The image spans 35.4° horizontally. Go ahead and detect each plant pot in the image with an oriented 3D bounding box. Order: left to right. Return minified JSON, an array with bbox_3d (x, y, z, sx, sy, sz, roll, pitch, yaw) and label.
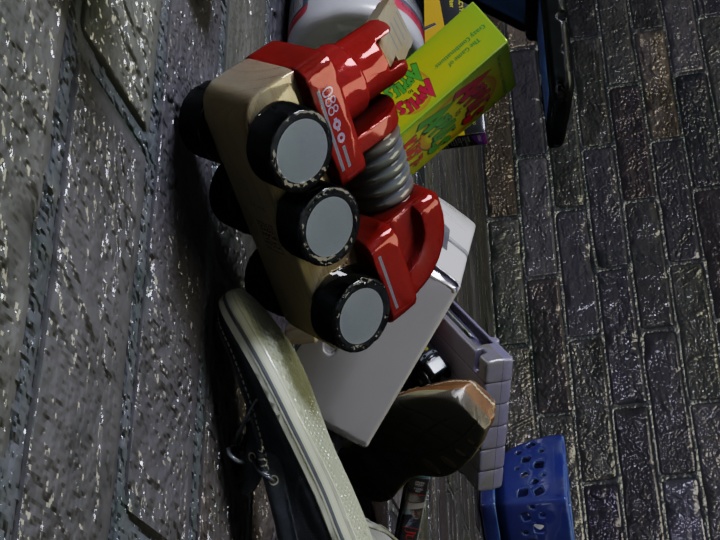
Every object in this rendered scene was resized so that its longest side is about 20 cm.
[{"bbox_3d":[0.334,0.472,2.267,0.201,0.176,0.203,-80,161,-59],"label":"plant pot"}]

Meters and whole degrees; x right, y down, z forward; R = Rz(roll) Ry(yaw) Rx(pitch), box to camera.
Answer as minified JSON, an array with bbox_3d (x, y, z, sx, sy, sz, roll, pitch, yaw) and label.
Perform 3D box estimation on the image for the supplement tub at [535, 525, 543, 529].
[{"bbox_3d":[0.415,0.607,2.788,0.200,0.120,0.125,60,26,-67],"label":"supplement tub"}]

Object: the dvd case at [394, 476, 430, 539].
[{"bbox_3d":[0.044,0.245,1.065,0.146,0.022,0.204,-70,169,-70],"label":"dvd case"}]

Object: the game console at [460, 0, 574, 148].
[{"bbox_3d":[0.115,-0.205,0.968,0.200,0.114,0.180,34,51,-80],"label":"game console"}]

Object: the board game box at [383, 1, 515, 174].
[{"bbox_3d":[0.037,-0.123,0.941,0.048,0.199,0.102,50,2,16],"label":"board game box"}]

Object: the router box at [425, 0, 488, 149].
[{"bbox_3d":[0.058,-0.232,1.234,0.051,0.146,0.204,41,43,-76],"label":"router box"}]

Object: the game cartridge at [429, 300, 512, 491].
[{"bbox_3d":[0.077,0.090,1.008,0.200,0.038,0.132,-132,-145,-57],"label":"game cartridge"}]

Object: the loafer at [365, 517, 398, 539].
[{"bbox_3d":[-0.007,0.213,0.841,0.200,0.068,0.071,43,42,-75],"label":"loafer"}]

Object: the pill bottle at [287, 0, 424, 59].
[{"bbox_3d":[-0.002,-0.253,0.997,0.120,0.117,0.203,70,18,-52],"label":"pill bottle"}]

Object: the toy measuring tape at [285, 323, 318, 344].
[{"bbox_3d":[-0.046,-0.051,0.786,0.074,0.072,0.203,67,19,-57],"label":"toy measuring tape"}]

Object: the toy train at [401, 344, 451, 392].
[{"bbox_3d":[0.035,0.123,1.029,0.046,0.034,0.201,53,-30,19],"label":"toy train"}]

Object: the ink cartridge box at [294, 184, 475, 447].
[{"bbox_3d":[0.018,0.024,0.876,0.147,0.084,0.200,-61,178,17],"label":"ink cartridge box"}]

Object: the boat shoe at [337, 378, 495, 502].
[{"bbox_3d":[0.046,0.125,0.923,0.076,0.200,0.074,46,54,-5],"label":"boat shoe"}]

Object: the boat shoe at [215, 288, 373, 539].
[{"bbox_3d":[-0.050,0.110,0.692,0.075,0.061,0.203,-52,120,-80],"label":"boat shoe"}]

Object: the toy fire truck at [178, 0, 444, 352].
[{"bbox_3d":[0.000,-0.079,0.710,0.199,0.128,0.178,-38,127,-25],"label":"toy fire truck"}]
